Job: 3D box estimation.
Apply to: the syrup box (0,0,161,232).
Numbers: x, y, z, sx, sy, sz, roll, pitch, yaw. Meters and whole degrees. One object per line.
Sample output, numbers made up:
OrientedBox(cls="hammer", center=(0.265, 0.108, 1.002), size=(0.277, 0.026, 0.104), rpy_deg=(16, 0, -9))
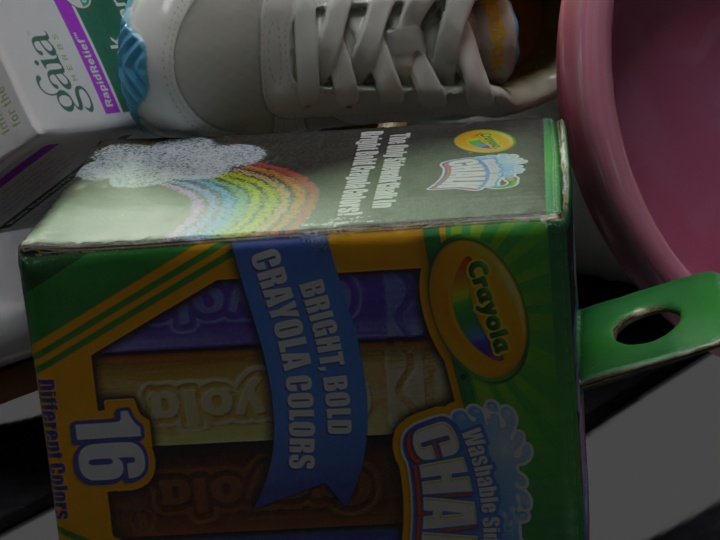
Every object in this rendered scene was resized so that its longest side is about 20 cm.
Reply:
OrientedBox(cls="syrup box", center=(-0.092, -0.070, 0.823), size=(0.081, 0.079, 0.200), rpy_deg=(-32, -10, 30))

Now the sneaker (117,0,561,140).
OrientedBox(cls="sneaker", center=(0.007, -0.085, 0.788), size=(0.199, 0.077, 0.081), rpy_deg=(-14, 19, -39))

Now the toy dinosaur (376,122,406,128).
OrientedBox(cls="toy dinosaur", center=(0.000, 0.000, 0.874), size=(0.101, 0.058, 0.200), rpy_deg=(-7, 42, -2))

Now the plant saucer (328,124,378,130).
OrientedBox(cls="plant saucer", center=(0.036, -0.121, 1.052), size=(0.199, 0.200, 0.049), rpy_deg=(-10, 52, -31))

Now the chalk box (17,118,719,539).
OrientedBox(cls="chalk box", center=(0.011, 0.028, 0.701), size=(0.199, 0.125, 0.125), rpy_deg=(-2, 17, 6))

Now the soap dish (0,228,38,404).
OrientedBox(cls="soap dish", center=(-0.194, -0.030, 0.839), size=(0.157, 0.201, 0.081), rpy_deg=(-21, -10, -38))

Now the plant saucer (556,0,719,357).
OrientedBox(cls="plant saucer", center=(0.141, -0.062, 0.804), size=(0.200, 0.202, 0.051), rpy_deg=(-18, 5, -34))

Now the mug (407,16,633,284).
OrientedBox(cls="mug", center=(0.125, -0.089, 0.931), size=(0.200, 0.148, 0.175), rpy_deg=(-46, 28, -1))
